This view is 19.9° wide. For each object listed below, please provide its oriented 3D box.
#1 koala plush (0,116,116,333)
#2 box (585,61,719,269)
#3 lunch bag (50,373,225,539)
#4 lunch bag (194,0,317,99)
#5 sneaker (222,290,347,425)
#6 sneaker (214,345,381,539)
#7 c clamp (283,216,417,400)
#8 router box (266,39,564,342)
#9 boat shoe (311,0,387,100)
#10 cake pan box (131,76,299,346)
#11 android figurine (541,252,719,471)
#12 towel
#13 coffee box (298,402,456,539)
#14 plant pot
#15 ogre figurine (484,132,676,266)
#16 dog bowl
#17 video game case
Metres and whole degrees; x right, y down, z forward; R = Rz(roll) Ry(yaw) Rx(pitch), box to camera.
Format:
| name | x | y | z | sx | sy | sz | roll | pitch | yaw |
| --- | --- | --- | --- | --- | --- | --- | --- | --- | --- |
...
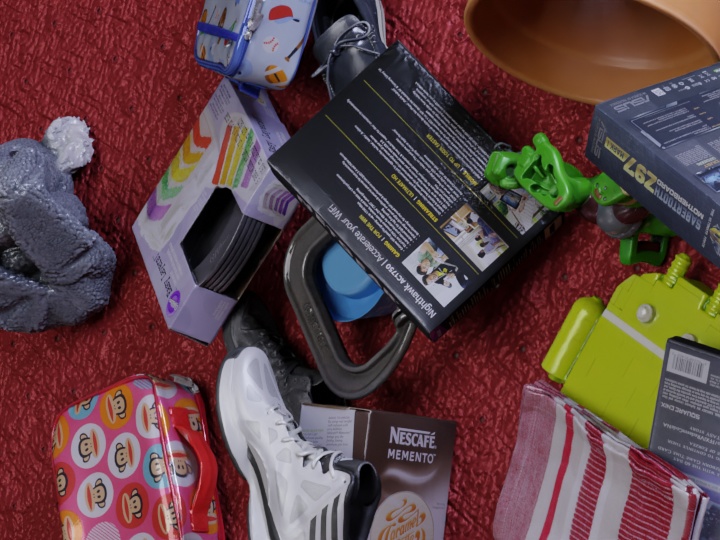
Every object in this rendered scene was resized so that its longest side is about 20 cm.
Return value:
| name | x | y | z | sx | sy | sz | roll | pitch | yaw |
| --- | --- | --- | --- | --- | --- | --- | --- | --- | --- |
| koala plush | -0.332 | -0.055 | 2.035 | 0.177 | 0.184 | 0.200 | -39 | 37 | 19 |
| box | 0.284 | -0.084 | 1.440 | 0.158 | 0.200 | 0.051 | 43 | 142 | 37 |
| lunch bag | -0.199 | 0.198 | 1.894 | 0.176 | 0.082 | 0.200 | -26 | 65 | 35 |
| lunch bag | -0.092 | -0.238 | 1.837 | 0.200 | 0.076 | 0.160 | -144 | 72 | -72 |
| sneaker | -0.055 | 0.102 | 1.802 | 0.104 | 0.060 | 0.200 | -23 | 72 | 38 |
| sneaker | -0.040 | 0.144 | 1.629 | 0.115 | 0.076 | 0.201 | -22 | 75 | 28 |
| c clamp | 0.000 | 0.000 | 1.724 | 0.171 | 0.027 | 0.200 | -36 | 59 | 31 |
| router box | 0.044 | -0.065 | 1.662 | 0.149 | 0.051 | 0.200 | -42 | 78 | -4 |
| boat shoe | -0.008 | -0.185 | 1.775 | 0.075 | 0.062 | 0.200 | -36 | 42 | 26 |
| cake pan box | -0.128 | -0.055 | 1.861 | 0.184 | 0.052 | 0.200 | -57 | 30 | 21 |
| android figurine | 0.221 | 0.085 | 1.569 | 0.182 | 0.041 | 0.200 | 40 | 110 | 39 |
| towel | 0.176 | 0.187 | 1.551 | 0.200 | 0.023 | 0.144 | 33 | 120 | 48 |
| coffee box | 0.004 | 0.215 | 1.687 | 0.080 | 0.114 | 0.200 | 2 | 84 | 42 |
| plant pot | 0.194 | -0.229 | 1.566 | 0.200 | 0.200 | 0.140 | 0 | 65 | 42 |
| ogre figurine | 0.201 | -0.057 | 1.560 | 0.200 | 0.120 | 0.098 | -13 | 69 | 38 |
| dog bowl | 0.027 | -0.044 | 1.761 | 0.111 | 0.050 | 0.200 | 47 | 112 | 37 |
| video game case | 0.269 | 0.162 | 1.483 | 0.143 | 0.019 | 0.200 | 19 | 110 | 36 |
